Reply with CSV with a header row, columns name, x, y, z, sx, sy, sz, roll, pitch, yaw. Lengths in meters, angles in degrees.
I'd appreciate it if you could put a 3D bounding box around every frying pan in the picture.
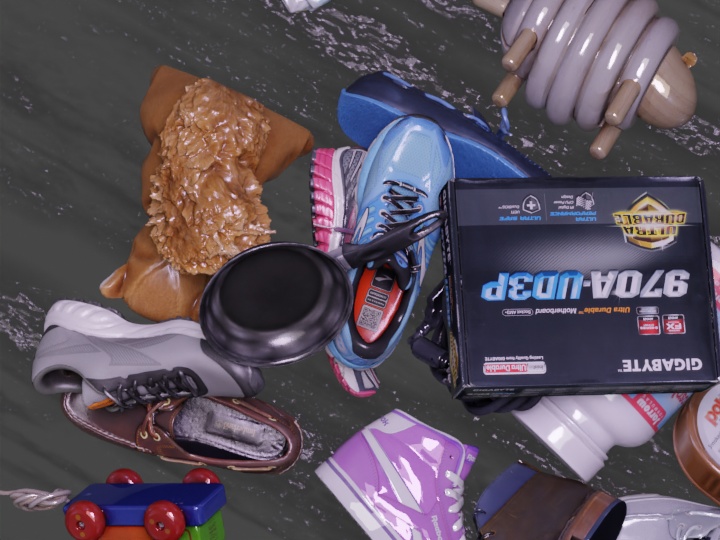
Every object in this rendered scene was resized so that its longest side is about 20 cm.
name,x,y,z,sx,sy,sz,roll,pitch,yaw
frying pan,-0.039,-0.004,1.514,0.115,0.031,0.190,27,116,-31

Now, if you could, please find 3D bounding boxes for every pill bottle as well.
name,x,y,z,sx,sy,sz,roll,pitch,yaw
pill bottle,0.215,0.066,1.645,0.109,0.109,0.200,43,88,2

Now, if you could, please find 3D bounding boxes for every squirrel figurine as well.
name,x,y,z,sx,sy,sz,roll,pitch,yaw
squirrel figurine,-0.130,-0.049,1.609,0.141,0.200,0.187,24,90,-6

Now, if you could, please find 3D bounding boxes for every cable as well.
name,x,y,z,sx,sy,sz,roll,pitch,yaw
cable,0.133,0.018,1.634,0.200,0.163,0.051,-46,129,-3

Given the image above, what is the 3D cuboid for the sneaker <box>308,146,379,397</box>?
name,x,y,z,sx,sy,sz,roll,pitch,yaw
sneaker,0.000,0.000,1.664,0.074,0.081,0.201,-3,86,-2

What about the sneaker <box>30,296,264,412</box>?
name,x,y,z,sx,sy,sz,roll,pitch,yaw
sneaker,-0.164,0.079,1.617,0.199,0.074,0.080,7,57,25

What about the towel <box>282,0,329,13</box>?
name,x,y,z,sx,sy,sz,roll,pitch,yaw
towel,-0.021,-0.327,1.698,0.200,0.048,0.171,-37,88,-2

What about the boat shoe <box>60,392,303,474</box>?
name,x,y,z,sx,sy,sz,roll,pitch,yaw
boat shoe,-0.143,0.116,1.664,0.199,0.070,0.071,10,91,2

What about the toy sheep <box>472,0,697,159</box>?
name,x,y,z,sx,sy,sz,roll,pitch,yaw
toy sheep,0.175,-0.172,1.649,0.200,0.138,0.138,31,87,7

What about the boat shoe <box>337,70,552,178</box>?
name,x,y,z,sx,sy,sz,roll,pitch,yaw
boat shoe,0.080,-0.105,1.647,0.200,0.084,0.069,35,48,8

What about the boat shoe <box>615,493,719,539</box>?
name,x,y,z,sx,sy,sz,roll,pitch,yaw
boat shoe,0.272,0.216,1.655,0.200,0.072,0.070,5,87,0

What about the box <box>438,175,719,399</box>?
name,x,y,z,sx,sy,sz,roll,pitch,yaw
box,0.161,0.012,1.555,0.199,0.046,0.160,0,76,-10

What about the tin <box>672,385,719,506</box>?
name,x,y,z,sx,sy,sz,roll,pitch,yaw
tin,0.339,0.158,1.643,0.200,0.042,0.112,37,54,12

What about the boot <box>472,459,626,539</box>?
name,x,y,z,sx,sy,sz,roll,pitch,yaw
boot,0.110,0.228,1.610,0.097,0.075,0.200,28,51,29

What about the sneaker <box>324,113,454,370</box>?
name,x,y,z,sx,sy,sz,roll,pitch,yaw
sneaker,0.030,-0.019,1.580,0.078,0.090,0.201,14,90,-9

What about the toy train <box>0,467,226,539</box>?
name,x,y,z,sx,sy,sz,roll,pitch,yaw
toy train,-0.198,0.224,1.663,0.199,0.085,0.116,-3,105,23

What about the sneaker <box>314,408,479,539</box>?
name,x,y,z,sx,sy,sz,roll,pitch,yaw
sneaker,0.069,0.199,1.659,0.114,0.073,0.201,-39,88,-6
